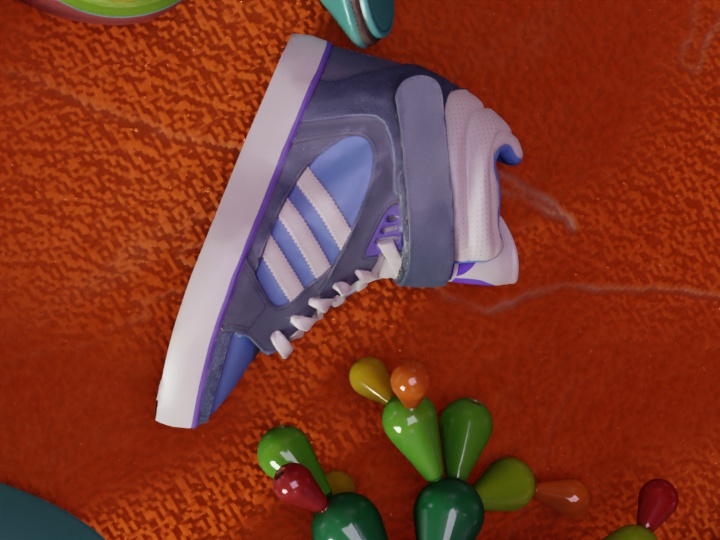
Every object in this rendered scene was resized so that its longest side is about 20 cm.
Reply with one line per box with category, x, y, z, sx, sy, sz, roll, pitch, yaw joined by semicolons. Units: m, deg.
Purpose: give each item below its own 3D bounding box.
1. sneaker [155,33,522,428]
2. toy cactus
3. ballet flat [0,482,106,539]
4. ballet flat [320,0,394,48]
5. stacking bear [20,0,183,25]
sneaker;0.000;0.000;0.890;0.146;0.081;0.201;22;84;-5
toy cactus;0.042;0.132;0.879;0.199;0.102;0.166;19;62;-4
ballet flat;-0.208;0.119;0.879;0.199;0.071;0.071;27;89;-9
ballet flat;-0.025;-0.203;0.894;0.070;0.067;0.202;-3;93;16
stacking bear;-0.106;-0.166;0.807;0.114;0.200;0.122;38;87;-8
